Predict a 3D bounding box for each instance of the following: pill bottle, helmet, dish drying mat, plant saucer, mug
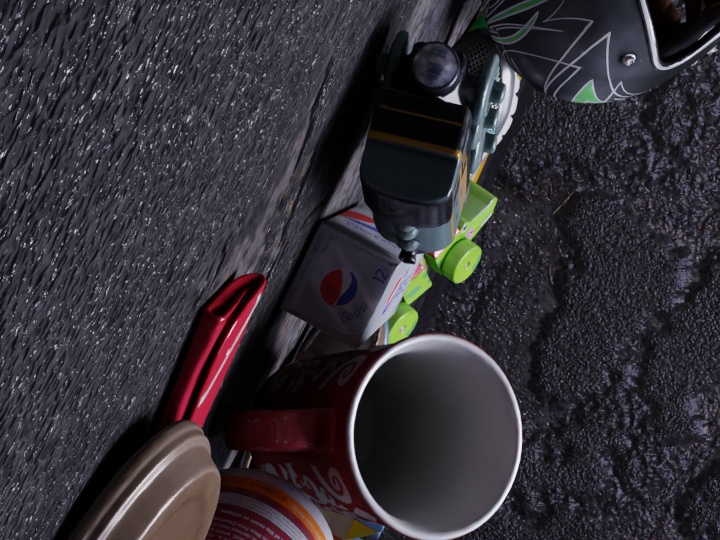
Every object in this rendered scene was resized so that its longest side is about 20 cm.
[{"bbox_3d":[-0.099,0.228,1.149,0.200,0.112,0.114,-57,172,-51],"label":"pill bottle"},{"bbox_3d":[0.185,-0.222,1.397,0.189,0.201,0.201,-22,153,-27],"label":"helmet"},{"bbox_3d":[-0.102,0.097,0.999,0.077,0.018,0.201,-54,169,-66],"label":"dish drying mat"},{"bbox_3d":[-0.128,0.171,0.931,0.201,0.029,0.200,-57,169,-17],"label":"plant saucer"},{"bbox_3d":[-0.009,0.102,1.256,0.134,0.177,0.200,-62,-159,-15],"label":"mug"}]

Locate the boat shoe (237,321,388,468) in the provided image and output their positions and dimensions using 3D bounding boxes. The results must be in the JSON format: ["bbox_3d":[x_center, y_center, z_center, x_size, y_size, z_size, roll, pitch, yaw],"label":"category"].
[{"bbox_3d":[-0.035,0.107,1.433,0.201,0.072,0.072,-63,174,-12],"label":"boat shoe"}]

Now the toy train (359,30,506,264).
[{"bbox_3d":[0.041,-0.075,1.155,0.200,0.084,0.115,84,22,-76],"label":"toy train"}]

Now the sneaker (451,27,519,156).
[{"bbox_3d":[0.068,-0.100,1.473,0.202,0.077,0.091,-67,170,19],"label":"sneaker"}]

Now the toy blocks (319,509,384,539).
[{"bbox_3d":[-0.026,0.185,1.547,0.201,0.136,0.100,-67,174,28],"label":"toy blocks"}]

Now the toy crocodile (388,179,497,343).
[{"bbox_3d":[0.042,-0.001,1.557,0.200,0.067,0.062,-45,155,-10],"label":"toy crocodile"}]

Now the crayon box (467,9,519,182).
[{"bbox_3d":[0.090,-0.126,1.635,0.119,0.058,0.201,-58,172,-46],"label":"crayon box"}]

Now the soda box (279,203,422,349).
[{"bbox_3d":[0.000,0.000,1.307,0.069,0.063,0.200,-63,175,10],"label":"soda box"}]
